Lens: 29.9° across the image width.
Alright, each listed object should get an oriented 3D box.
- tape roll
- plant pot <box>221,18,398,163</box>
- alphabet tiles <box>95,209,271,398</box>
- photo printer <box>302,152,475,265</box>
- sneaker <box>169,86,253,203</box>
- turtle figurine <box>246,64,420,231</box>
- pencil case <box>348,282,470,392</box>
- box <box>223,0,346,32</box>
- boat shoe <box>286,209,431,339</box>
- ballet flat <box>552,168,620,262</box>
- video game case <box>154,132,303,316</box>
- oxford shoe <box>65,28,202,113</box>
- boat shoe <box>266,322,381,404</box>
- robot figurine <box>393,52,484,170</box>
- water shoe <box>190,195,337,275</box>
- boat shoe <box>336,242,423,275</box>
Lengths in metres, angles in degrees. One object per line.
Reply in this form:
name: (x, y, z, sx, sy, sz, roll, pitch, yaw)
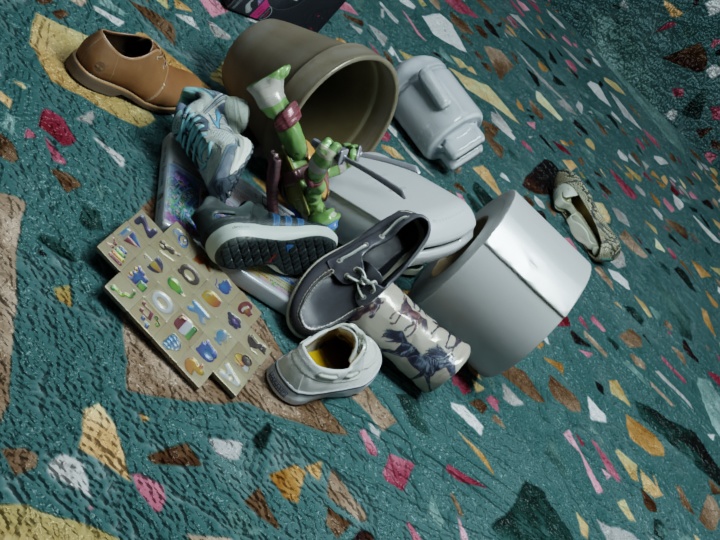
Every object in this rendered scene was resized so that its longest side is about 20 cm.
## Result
tape roll: (0.174, 0.016, 1.711, 0.139, 0.203, 0.203, 43, 25, -7)
plant pot: (-0.079, -0.230, 1.723, 0.173, 0.200, 0.200, 42, 20, 29)
alphabet tiles: (-0.174, 0.031, 1.350, 0.200, 0.006, 0.166, 48, 29, -7)
photo printer: (0.031, -0.073, 1.657, 0.166, 0.070, 0.200, -15, 38, -43)
sneaker: (-0.176, -0.143, 1.515, 0.086, 0.078, 0.200, 22, 25, -21)
turtle figurine: (-0.036, -0.150, 1.540, 0.194, 0.200, 0.144, 60, 38, -8)
pencil case: (0.038, 0.060, 1.577, 0.200, 0.078, 0.089, 41, 12, -12)
box: (-0.119, -0.444, 2.018, 0.200, 0.122, 0.106, 8, 44, -52)
boat shoe: (0.000, 0.000, 1.488, 0.200, 0.063, 0.073, -40, 99, -21)
ballet flat: (0.385, -0.099, 2.373, 0.075, 0.068, 0.200, -7, 59, -41)
video game case: (-0.144, -0.051, 1.524, 0.200, 0.024, 0.182, 34, 28, -27)
oxford shoe: (-0.247, -0.236, 1.580, 0.200, 0.071, 0.071, 7, 44, -56)
boat shoe: (-0.022, 0.091, 1.450, 0.071, 0.070, 0.200, 54, 27, 16)
robot figurine: (0.113, -0.255, 2.112, 0.200, 0.113, 0.170, 54, -14, 17)
water shoe: (-0.100, -0.046, 1.476, 0.200, 0.072, 0.079, 6, 44, -56)
boat shoe: (0.030, -0.036, 1.722, 0.200, 0.068, 0.072, -2, 54, -53)
